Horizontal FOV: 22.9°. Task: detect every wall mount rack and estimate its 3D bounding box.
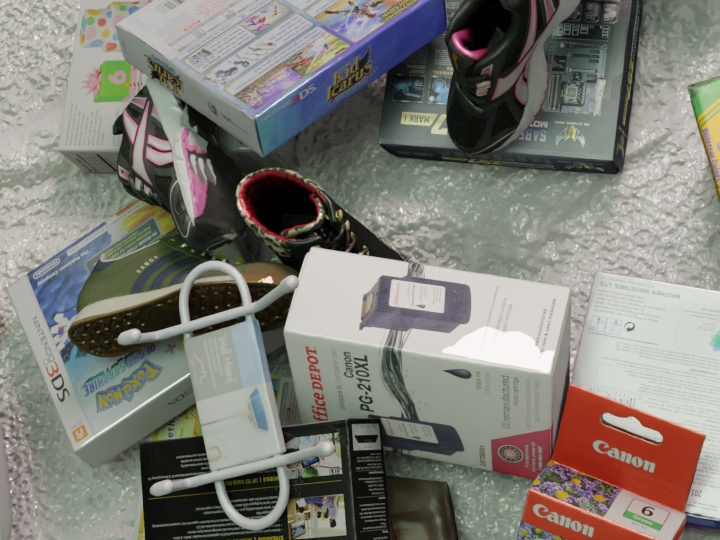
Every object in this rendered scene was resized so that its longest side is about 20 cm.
[{"bbox_3d":[-0.085,0.085,1.274,0.173,0.074,0.202,-17,82,30],"label":"wall mount rack"}]

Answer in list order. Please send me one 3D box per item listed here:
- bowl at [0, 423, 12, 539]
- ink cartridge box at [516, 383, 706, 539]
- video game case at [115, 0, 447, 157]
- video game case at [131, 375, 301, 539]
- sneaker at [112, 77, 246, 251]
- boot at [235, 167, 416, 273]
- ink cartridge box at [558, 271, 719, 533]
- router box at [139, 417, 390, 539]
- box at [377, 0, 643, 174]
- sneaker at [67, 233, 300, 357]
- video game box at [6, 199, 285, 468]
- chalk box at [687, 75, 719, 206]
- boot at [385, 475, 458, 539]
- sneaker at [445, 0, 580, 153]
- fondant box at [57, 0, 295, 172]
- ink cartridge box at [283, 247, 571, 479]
[{"bbox_3d":[-0.374,0.148,1.460,0.198,0.075,0.201,3,113,17],"label":"bowl"},{"bbox_3d":[0.168,0.192,1.266,0.108,0.050,0.201,20,119,19],"label":"ink cartridge box"},{"bbox_3d":[-0.063,-0.193,1.421,0.200,0.046,0.181,-36,49,-23],"label":"video game case"},{"bbox_3d":[-0.092,0.183,1.426,0.181,0.023,0.202,3,75,18],"label":"video game case"},{"bbox_3d":[-0.150,-0.077,1.428,0.086,0.080,0.201,-40,38,17],"label":"sneaker"},{"bbox_3d":[-0.002,0.001,1.382,0.203,0.154,0.074,32,84,23],"label":"boot"},{"bbox_3d":[0.221,0.113,1.321,0.135,0.076,0.201,10,75,21],"label":"ink cartridge box"},{"bbox_3d":[-0.073,0.194,1.339,0.199,0.051,0.150,-9,81,32],"label":"router box"},{"bbox_3d":[0.122,-0.166,1.445,0.198,0.051,0.159,5,81,19],"label":"box"},{"bbox_3d":[-0.134,0.004,1.395,0.199,0.067,0.090,-11,47,19],"label":"sneaker"},{"bbox_3d":[-0.178,0.035,1.471,0.199,0.047,0.183,-34,59,5],"label":"video game box"},{"bbox_3d":[0.359,-0.090,1.316,0.199,0.125,0.125,-15,69,13],"label":"chalk box"},{"bbox_3d":[0.003,0.265,1.345,0.185,0.064,0.201,-18,72,-3],"label":"boot"},{"bbox_3d":[0.093,-0.166,1.328,0.086,0.201,0.080,-28,59,-36],"label":"sneaker"},{"bbox_3d":[-0.151,-0.161,1.532,0.198,0.058,0.145,2,74,17],"label":"fondant box"},{"bbox_3d":[0.052,0.070,1.321,0.198,0.145,0.085,9,53,13],"label":"ink cartridge box"}]
